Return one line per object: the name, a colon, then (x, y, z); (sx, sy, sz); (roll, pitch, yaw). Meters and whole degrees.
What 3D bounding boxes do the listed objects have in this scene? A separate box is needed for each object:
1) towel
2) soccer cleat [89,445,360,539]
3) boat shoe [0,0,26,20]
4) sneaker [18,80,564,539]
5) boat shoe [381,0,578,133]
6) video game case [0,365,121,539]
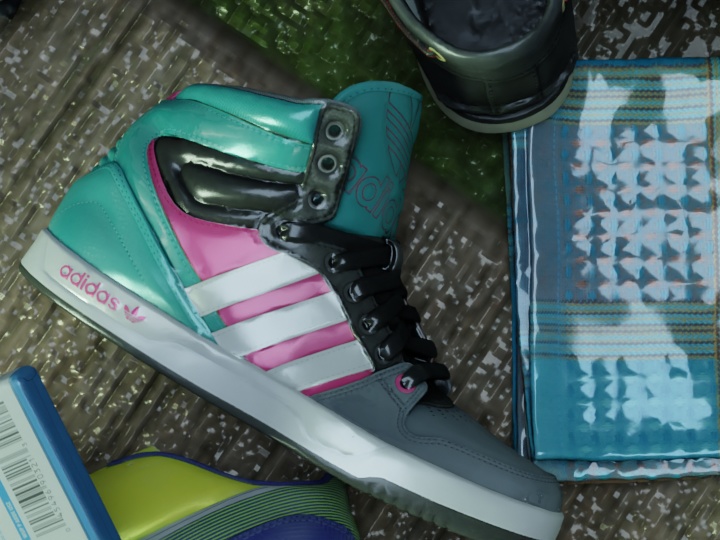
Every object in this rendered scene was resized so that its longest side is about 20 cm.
towel: (0.149, -0.004, 0.840); (0.200, 0.022, 0.147); (-2, 81, 0)
soccer cleat: (-0.097, 0.095, 0.815); (0.200, 0.065, 0.084); (2, 50, 5)
boat shoe: (-0.135, -0.118, 0.845); (0.200, 0.072, 0.071); (-26, 90, 6)
sneaker: (0.000, 0.000, 0.813); (0.200, 0.084, 0.121); (31, 91, 7)
boat shoe: (0.023, -0.147, 0.838); (0.074, 0.063, 0.202); (-19, 70, 0)
video game case: (-0.158, 0.131, 0.772); (0.200, 0.018, 0.143); (-24, 98, 14)
